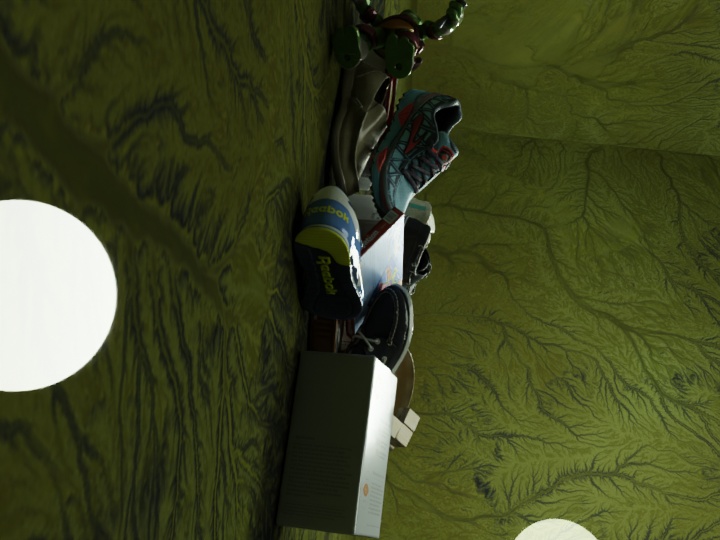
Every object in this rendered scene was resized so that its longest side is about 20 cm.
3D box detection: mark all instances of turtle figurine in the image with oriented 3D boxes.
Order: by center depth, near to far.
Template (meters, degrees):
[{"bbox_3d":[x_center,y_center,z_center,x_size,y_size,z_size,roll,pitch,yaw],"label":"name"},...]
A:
[{"bbox_3d":[0.046,-0.323,1.049,0.200,0.144,0.194,-45,-170,37],"label":"turtle figurine"}]

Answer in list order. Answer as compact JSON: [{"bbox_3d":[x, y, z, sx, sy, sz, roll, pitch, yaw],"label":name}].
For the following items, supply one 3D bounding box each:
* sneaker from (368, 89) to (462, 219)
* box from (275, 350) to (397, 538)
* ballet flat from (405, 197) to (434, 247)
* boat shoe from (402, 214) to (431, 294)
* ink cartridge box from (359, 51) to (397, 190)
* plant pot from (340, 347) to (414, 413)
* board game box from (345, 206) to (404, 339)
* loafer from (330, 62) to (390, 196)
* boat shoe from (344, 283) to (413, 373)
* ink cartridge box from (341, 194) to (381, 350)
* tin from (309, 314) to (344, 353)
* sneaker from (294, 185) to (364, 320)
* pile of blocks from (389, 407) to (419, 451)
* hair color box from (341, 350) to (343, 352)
[{"bbox_3d":[0.076,-0.153,1.121,0.079,0.095,0.202,47,56,-53],"label":"sneaker"},{"bbox_3d":[-0.024,0.210,1.036,0.124,0.096,0.202,52,43,-66],"label":"box"},{"bbox_3d":[0.079,-0.055,1.296,0.200,0.062,0.068,80,18,-75],"label":"ballet flat"},{"bbox_3d":[0.072,-0.011,1.234,0.200,0.056,0.069,80,27,-63],"label":"boat shoe"},{"bbox_3d":[0.016,-0.232,1.246,0.176,0.044,0.202,139,-42,-81],"label":"ink cartridge box"},{"bbox_3d":[-0.001,0.183,1.234,0.199,0.027,0.202,-19,120,-38],"label":"plant pot"},{"bbox_3d":[0.017,0.009,1.122,0.103,0.019,0.201,-44,157,-21],"label":"board game box"},{"bbox_3d":[0.001,-0.189,1.129,0.076,0.067,0.202,77,18,-70],"label":"loafer"},{"bbox_3d":[0.010,0.112,1.144,0.060,0.074,0.202,3,116,-43],"label":"boat shoe"},{"bbox_3d":[0.000,0.000,1.285,0.145,0.083,0.202,-73,168,-70],"label":"ink cartridge box"},{"bbox_3d":[-0.038,0.023,1.124,0.112,0.041,0.202,-48,143,-76],"label":"tin"},{"bbox_3d":[-0.029,-0.012,0.959,0.201,0.073,0.083,92,4,-57],"label":"sneaker"},{"bbox_3d":[-0.017,0.235,1.141,0.062,0.200,0.082,45,7,-28],"label":"pile of blocks"},{"bbox_3d":[-0.006,0.136,1.378,0.100,0.060,0.200,-62,-176,22],"label":"hair color box"}]
